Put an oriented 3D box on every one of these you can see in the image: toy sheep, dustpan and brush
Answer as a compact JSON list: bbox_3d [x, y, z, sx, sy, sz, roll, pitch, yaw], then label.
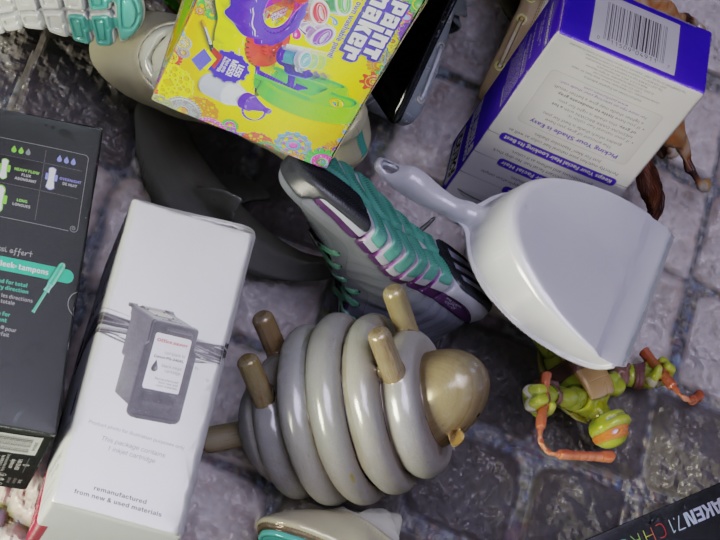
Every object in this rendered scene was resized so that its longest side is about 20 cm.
[{"bbox_3d":[-0.012,0.088,1.294,0.200,0.138,0.138,-9,71,21],"label":"toy sheep"},{"bbox_3d":[0.101,-0.026,1.339,0.200,0.057,0.140,36,50,-10],"label":"dustpan and brush"}]

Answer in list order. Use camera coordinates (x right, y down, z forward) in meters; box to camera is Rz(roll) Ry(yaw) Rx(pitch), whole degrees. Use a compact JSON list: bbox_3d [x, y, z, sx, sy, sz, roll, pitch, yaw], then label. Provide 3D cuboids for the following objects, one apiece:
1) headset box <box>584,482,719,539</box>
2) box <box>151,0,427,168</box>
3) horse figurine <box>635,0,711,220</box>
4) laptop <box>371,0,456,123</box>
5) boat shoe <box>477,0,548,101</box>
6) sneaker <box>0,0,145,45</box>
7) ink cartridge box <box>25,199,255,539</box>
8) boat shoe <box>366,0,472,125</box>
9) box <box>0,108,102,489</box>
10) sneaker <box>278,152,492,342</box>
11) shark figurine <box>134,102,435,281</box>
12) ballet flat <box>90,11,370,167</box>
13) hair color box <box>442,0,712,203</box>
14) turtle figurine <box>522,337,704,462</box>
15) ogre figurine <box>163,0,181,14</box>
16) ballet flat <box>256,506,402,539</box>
[{"bbox_3d":[0.219,0.259,1.336,0.174,0.093,0.200,-18,79,-22],"label":"headset box"},{"bbox_3d":[-0.023,-0.209,1.225,0.122,0.200,0.193,21,47,-12],"label":"box"},{"bbox_3d":[0.215,-0.134,1.460,0.133,0.050,0.200,32,57,-54],"label":"horse figurine"},{"bbox_3d":[0.076,-0.218,1.371,0.116,0.200,0.187,12,28,-28],"label":"laptop"},{"bbox_3d":[0.132,-0.201,1.476,0.066,0.074,0.200,12,61,4],"label":"boat shoe"},{"bbox_3d":[-0.218,-0.207,1.342,0.200,0.078,0.091,14,48,19],"label":"sneaker"},{"bbox_3d":[-0.138,0.075,1.253,0.083,0.145,0.200,16,68,-10],"label":"ink cartridge box"},{"bbox_3d":[0.041,-0.192,1.454,0.071,0.070,0.201,36,58,-29],"label":"boat shoe"},{"bbox_3d":[-0.241,0.015,1.237,0.124,0.149,0.200,10,69,-13],"label":"box"},{"bbox_3d":[0.000,0.000,1.312,0.200,0.088,0.074,37,19,-38],"label":"sneaker"},{"bbox_3d":[-0.070,-0.034,1.347,0.214,0.090,0.128,27,67,-6],"label":"shark figurine"},{"bbox_3d":[-0.085,-0.125,1.322,0.200,0.069,0.070,22,66,1],"label":"ballet flat"},{"bbox_3d":[0.144,-0.103,1.373,0.109,0.200,0.065,22,51,-10],"label":"hair color box"},{"bbox_3d":[0.152,0.060,1.395,0.200,0.064,0.161,-12,71,-47],"label":"turtle figurine"},{"bbox_3d":[-0.113,-0.240,1.399,0.200,0.098,0.120,27,70,31],"label":"ogre figurine"},{"bbox_3d":[0.025,0.196,1.313,0.200,0.069,0.070,34,65,-12],"label":"ballet flat"}]
